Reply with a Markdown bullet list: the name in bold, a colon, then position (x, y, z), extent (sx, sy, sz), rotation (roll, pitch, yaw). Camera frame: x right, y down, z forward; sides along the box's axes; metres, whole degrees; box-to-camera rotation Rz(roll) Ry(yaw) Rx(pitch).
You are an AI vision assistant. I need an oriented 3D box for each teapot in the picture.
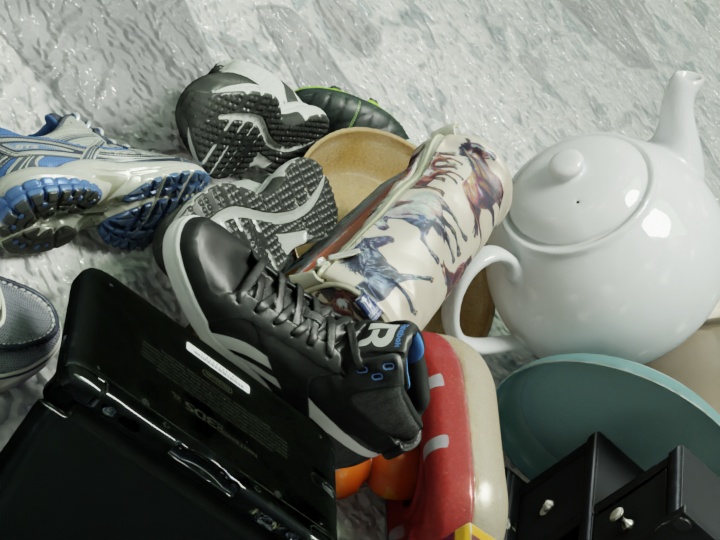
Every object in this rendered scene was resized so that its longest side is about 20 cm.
- **teapot**: position (0.169, -0.029, 1.505), extent (0.146, 0.197, 0.200), rotation (58, 31, -42)

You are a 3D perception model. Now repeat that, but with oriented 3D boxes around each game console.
- **game console**: position (-0.121, 0.127, 1.164), extent (0.200, 0.116, 0.176), rotation (38, 24, -23)

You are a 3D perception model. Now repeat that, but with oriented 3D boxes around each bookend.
- **bookend**: position (0.183, 0.180, 1.416), extent (0.092, 0.200, 0.199), rotation (41, 32, -17)

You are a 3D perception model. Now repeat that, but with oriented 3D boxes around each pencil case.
- **pencil case**: position (0.030, -0.016, 1.368), extent (0.200, 0.078, 0.089), rotation (-51, 130, -42)

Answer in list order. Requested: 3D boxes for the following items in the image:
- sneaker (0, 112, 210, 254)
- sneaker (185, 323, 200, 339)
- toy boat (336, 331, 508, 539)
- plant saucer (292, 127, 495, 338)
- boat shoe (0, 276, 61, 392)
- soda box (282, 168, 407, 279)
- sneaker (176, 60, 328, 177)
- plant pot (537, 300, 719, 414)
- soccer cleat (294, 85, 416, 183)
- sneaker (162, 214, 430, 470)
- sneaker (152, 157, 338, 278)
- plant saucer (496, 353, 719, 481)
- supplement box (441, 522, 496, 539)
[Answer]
- **sneaker**: position (-0.176, -0.067, 1.326), extent (0.085, 0.077, 0.200), rotation (53, 26, 20)
- **sneaker**: position (-0.086, 0.084, 1.283), extent (0.090, 0.067, 0.200), rotation (41, 28, -7)
- **toy boat**: position (0.020, 0.130, 1.354), extent (0.131, 0.131, 0.200), rotation (8, 43, -11)
- **plant saucer**: position (0.017, -0.010, 1.527), extent (0.200, 0.035, 0.200), rotation (20, 57, -33)
- **boat shoe**: position (-0.224, 0.019, 1.142), extent (0.200, 0.093, 0.075), rotation (-4, 60, -55)
- **soda box**: position (0.000, 0.000, 1.435), extent (0.068, 0.064, 0.200), rotation (54, 47, -7)
- **sneaker**: position (-0.095, -0.115, 1.469), extent (0.080, 0.074, 0.200), rotation (43, 9, 13)
- **plant pot**: position (0.249, 0.111, 1.624), extent (0.200, 0.200, 0.174), rotation (8, 67, -50)
- **soccer cleat**: position (0.019, -0.072, 1.610), extent (0.200, 0.068, 0.081), rotation (37, 45, -24)
- **sneaker**: position (-0.026, 0.033, 1.245), extent (0.200, 0.112, 0.073), rotation (55, 35, -25)
- **sneaker**: position (-0.088, -0.021, 1.359), extent (0.200, 0.080, 0.074), rotation (-24, 95, -63)
- **plant saucer**: position (0.193, 0.124, 1.494), extent (0.200, 0.200, 0.027), rotation (41, 54, -17)
- **supplement box**: position (0.030, 0.242, 1.134), extent (0.110, 0.200, 0.086), rotation (35, 34, -25)
